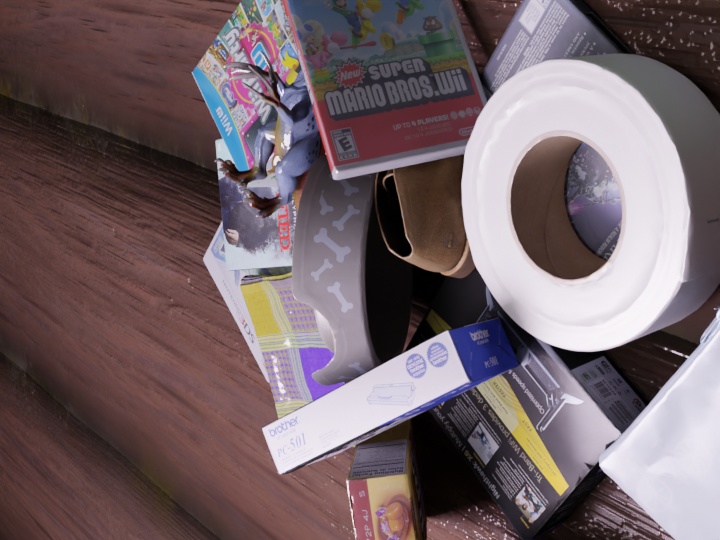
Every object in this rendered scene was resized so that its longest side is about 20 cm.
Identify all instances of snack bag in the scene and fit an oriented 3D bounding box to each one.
[{"bbox_3d":[0.273,0.142,0.649,0.199,0.021,0.190,42,132,18],"label":"snack bag"}]

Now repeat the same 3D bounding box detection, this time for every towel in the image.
[{"bbox_3d":[-0.064,0.095,1.054,0.142,0.023,0.204,-3,105,45],"label":"towel"}]

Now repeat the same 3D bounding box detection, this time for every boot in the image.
[{"bbox_3d":[0.049,-0.096,0.806,0.073,0.074,0.204,-38,51,50],"label":"boot"}]

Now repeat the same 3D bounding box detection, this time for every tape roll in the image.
[{"bbox_3d":[0.165,-0.048,0.694,0.201,0.070,0.207,17,113,47],"label":"tape roll"}]

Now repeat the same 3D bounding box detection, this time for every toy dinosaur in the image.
[{"bbox_3d":[-0.056,-0.145,0.870,0.182,0.199,0.105,-50,48,14],"label":"toy dinosaur"}]

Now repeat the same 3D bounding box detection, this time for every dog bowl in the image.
[{"bbox_3d":[0.000,0.000,0.853,0.057,0.200,0.205,0,103,16],"label":"dog bowl"}]

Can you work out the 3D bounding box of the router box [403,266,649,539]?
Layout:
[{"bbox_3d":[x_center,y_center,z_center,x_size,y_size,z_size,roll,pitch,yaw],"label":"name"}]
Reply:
[{"bbox_3d":[0.129,0.098,0.819,0.201,0.052,0.159,53,136,27],"label":"router box"}]

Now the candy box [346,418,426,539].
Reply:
[{"bbox_3d":[0.028,0.208,0.879,0.055,0.200,0.119,-7,97,6],"label":"candy box"}]

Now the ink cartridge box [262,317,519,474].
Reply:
[{"bbox_3d":[0.022,0.102,0.789,0.198,0.093,0.045,-31,77,30],"label":"ink cartridge box"}]

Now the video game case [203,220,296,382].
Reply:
[{"bbox_3d":[-0.103,-0.002,1.101,0.184,0.022,0.201,58,138,22],"label":"video game case"}]

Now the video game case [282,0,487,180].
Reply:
[{"bbox_3d":[0.018,-0.180,0.792,0.017,0.140,0.204,119,136,-68],"label":"video game case"}]

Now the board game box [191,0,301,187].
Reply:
[{"bbox_3d":[-0.066,-0.199,0.942,0.200,0.064,0.149,-44,65,37],"label":"board game box"}]

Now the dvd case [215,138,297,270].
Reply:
[{"bbox_3d":[-0.078,-0.078,1.019,0.197,0.022,0.150,-3,92,42],"label":"dvd case"}]

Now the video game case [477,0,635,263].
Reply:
[{"bbox_3d":[0.166,-0.106,0.744,0.201,0.019,0.144,54,136,25],"label":"video game case"}]
